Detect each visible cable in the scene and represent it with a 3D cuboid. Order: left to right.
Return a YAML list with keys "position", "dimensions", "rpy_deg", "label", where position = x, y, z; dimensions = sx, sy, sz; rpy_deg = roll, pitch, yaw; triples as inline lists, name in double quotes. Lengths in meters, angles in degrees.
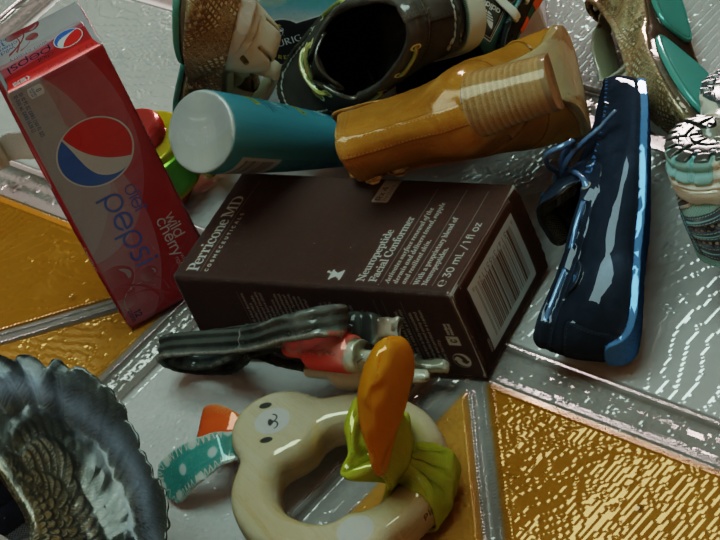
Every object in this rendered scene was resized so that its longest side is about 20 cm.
- position: [-0.052, 0.052, 1.595]
  dimensions: [0.200, 0.097, 0.050]
  rpy_deg: [-8, 76, 34]
  label: "cable"

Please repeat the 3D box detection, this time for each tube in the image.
- position: [-0.039, -0.081, 1.705]
  dimensions: [0.077, 0.050, 0.200]
  rpy_deg: [12, 6, 33]
  label: "tube"

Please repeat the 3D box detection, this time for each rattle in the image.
- position: [-0.049, 0.082, 1.521]
  dimensions: [0.200, 0.143, 0.130]
  rpy_deg: [28, 75, 40]
  label: "rattle"

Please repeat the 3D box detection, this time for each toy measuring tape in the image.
- position: [-0.176, -0.069, 1.824]
  dimensions: [0.200, 0.074, 0.074]
  rpy_deg: [-3, 42, 26]
  label: "toy measuring tape"

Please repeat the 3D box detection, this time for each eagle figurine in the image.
- position: [-0.172, 0.158, 1.481]
  dimensions: [0.152, 0.151, 0.200]
  rpy_deg: [-24, 35, -6]
  label: "eagle figurine"

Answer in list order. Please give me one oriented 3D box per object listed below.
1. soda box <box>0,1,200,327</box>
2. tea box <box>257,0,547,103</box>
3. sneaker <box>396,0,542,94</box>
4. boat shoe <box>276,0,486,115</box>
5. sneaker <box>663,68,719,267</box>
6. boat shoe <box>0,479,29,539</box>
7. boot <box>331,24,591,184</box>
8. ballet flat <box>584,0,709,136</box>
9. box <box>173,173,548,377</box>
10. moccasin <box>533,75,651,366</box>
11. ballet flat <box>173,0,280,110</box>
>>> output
- position: [-0.160, -0.064, 1.698]
  dimensions: [0.070, 0.200, 0.063]
  rpy_deg: [-29, 38, -5]
  label: "soda box"
- position: [0.003, -0.231, 1.804]
  dimensions: [0.200, 0.197, 0.134]
  rpy_deg: [-17, 29, 11]
  label: "tea box"
- position: [0.087, -0.177, 1.708]
  dimensions: [0.200, 0.071, 0.080]
  rpy_deg: [-57, 11, 27]
  label: "sneaker"
- position: [-0.003, -0.138, 1.696]
  dimensions: [0.061, 0.072, 0.201]
  rpy_deg: [-16, -5, -35]
  label: "boat shoe"
- position: [0.229, -0.064, 1.593]
  dimensions: [0.078, 0.086, 0.200]
  rpy_deg: [4, 24, 30]
  label: "sneaker"
- position: [-0.253, 0.139, 1.595]
  dimensions: [0.200, 0.093, 0.075]
  rpy_deg: [-24, 37, 0]
  label: "boat shoe"
- position: [0.060, -0.098, 1.667]
  dimensions: [0.144, 0.071, 0.201]
  rpy_deg: [-15, 1, 14]
  label: "boot"
- position: [0.183, -0.127, 1.715]
  dimensions: [0.065, 0.070, 0.200]
  rpy_deg: [-42, 29, 22]
  label: "ballet flat"
- position: [0.000, 0.000, 1.642]
  dimensions: [0.200, 0.075, 0.100]
  rpy_deg: [2, 44, 33]
  label: "box"
- position: [0.134, -0.038, 1.588]
  dimensions: [0.068, 0.081, 0.200]
  rpy_deg: [2, 48, 9]
  label: "moccasin"
- position: [-0.081, -0.139, 1.690]
  dimensions: [0.065, 0.200, 0.071]
  rpy_deg: [13, 74, 2]
  label: "ballet flat"
